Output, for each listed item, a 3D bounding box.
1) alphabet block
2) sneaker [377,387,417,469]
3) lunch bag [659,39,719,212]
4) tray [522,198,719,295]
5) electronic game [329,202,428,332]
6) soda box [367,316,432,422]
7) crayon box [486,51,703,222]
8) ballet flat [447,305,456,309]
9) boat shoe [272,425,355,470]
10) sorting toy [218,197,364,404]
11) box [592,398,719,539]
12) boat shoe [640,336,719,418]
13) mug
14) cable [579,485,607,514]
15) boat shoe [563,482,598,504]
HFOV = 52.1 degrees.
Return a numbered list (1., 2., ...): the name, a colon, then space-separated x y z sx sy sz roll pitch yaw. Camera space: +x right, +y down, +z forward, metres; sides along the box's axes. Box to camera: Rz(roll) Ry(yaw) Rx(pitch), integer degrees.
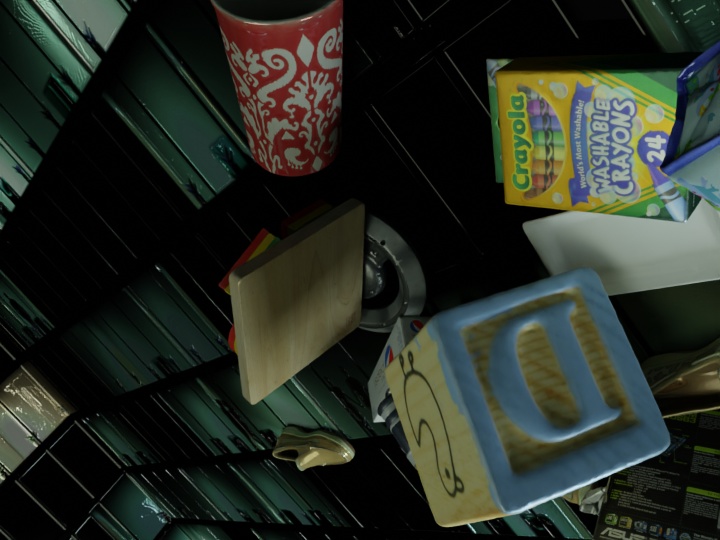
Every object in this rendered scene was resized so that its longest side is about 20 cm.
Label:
1. alphabet block: 0.159 0.138 0.769 0.201 0.193 0.199 117 137 -65
2. sneaker: 0.103 0.177 0.976 0.109 0.198 0.071 47 124 22
3. lunch bag: 0.326 -0.102 0.466 0.168 0.129 0.200 29 153 -12
4. tray: 0.263 -0.029 0.723 0.198 0.022 0.108 -13 118 49
5. electronic game: 0.000 0.000 0.985 0.197 0.042 0.203 19 133 21
6. soda box: 0.065 0.143 1.035 0.067 0.065 0.201 0 146 -14
7. crayon box: 0.193 -0.119 0.649 0.197 0.051 0.128 11 123 37
8. ballet flat: 0.162 0.134 0.942 0.201 0.074 0.074 49 144 -3
9. boat shoe: -0.095 0.354 1.419 0.198 0.076 0.072 -8 123 47
10. sorting toy: -0.087 0.026 0.902 0.069 0.198 0.203 32 138 30
11. box: 0.354 0.227 0.743 0.197 0.194 0.048 5 131 30
12. boat shoe: 0.362 0.112 0.742 0.073 0.063 0.200 45 145 -6
13. mug: -0.076 -0.226 0.782 0.130 0.180 0.202 -4 141 -1
14. cable: 0.379 0.294 0.853 0.196 0.070 0.201 19 142 -13
15. boat shoe: 0.264 0.235 0.928 0.075 0.072 0.203 3 133 16
